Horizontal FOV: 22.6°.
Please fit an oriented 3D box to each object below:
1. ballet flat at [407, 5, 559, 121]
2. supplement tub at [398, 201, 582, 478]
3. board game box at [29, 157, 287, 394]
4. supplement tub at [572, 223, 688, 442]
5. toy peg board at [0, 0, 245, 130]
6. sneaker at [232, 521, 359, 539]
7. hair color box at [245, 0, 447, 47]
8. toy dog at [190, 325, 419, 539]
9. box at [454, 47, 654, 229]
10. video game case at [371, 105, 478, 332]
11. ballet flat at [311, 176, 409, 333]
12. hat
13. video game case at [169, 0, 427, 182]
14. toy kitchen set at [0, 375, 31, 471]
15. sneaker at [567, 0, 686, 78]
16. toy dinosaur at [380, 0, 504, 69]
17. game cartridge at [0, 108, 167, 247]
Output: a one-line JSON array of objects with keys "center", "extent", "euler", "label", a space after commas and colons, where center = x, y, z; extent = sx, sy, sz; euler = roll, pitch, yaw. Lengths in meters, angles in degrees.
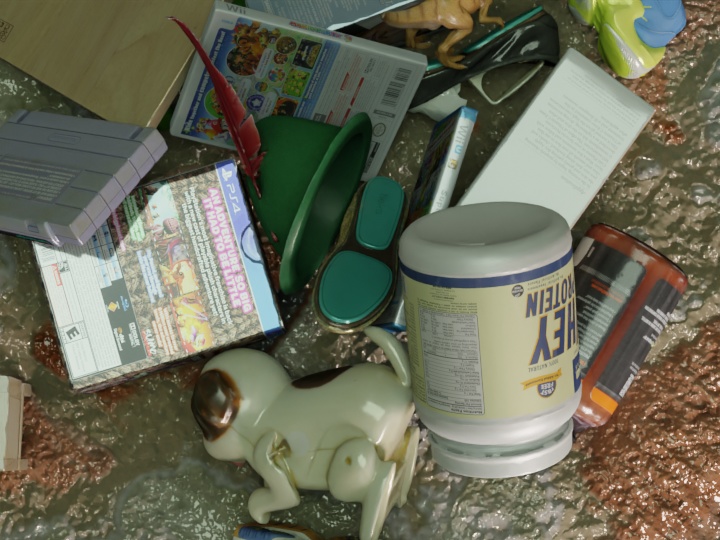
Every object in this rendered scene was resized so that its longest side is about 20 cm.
[{"center": [0.097, -0.179, 1.673], "extent": [0.199, 0.068, 0.069], "euler": [-23, 98, -2], "label": "ballet flat"}, {"center": [0.110, 0.056, 1.510], "extent": [0.144, 0.145, 0.202], "euler": [-7, 109, -1], "label": "supplement tub"}, {"center": [-0.183, 0.007, 1.637], "extent": [0.198, 0.097, 0.161], "euler": [-16, 86, -2], "label": "board game box"}, {"center": [0.204, 0.066, 1.631], "extent": [0.106, 0.107, 0.201], "euler": [31, 87, 2], "label": "supplement tub"}, {"center": [-0.215, -0.238, 1.672], "extent": [0.198, 0.098, 0.201], "euler": [30, 85, 17], "label": "toy peg board"}, {"center": [-0.032, 0.280, 1.599], "extent": [0.199, 0.075, 0.089], "euler": [5, 92, 42], "label": "sneaker"}, {"center": [0.000, -0.239, 1.655], "extent": [0.199, 0.099, 0.061], "euler": [-21, 77, -2], "label": "hair color box"}, {"center": [-0.056, 0.136, 1.598], "extent": [0.198, 0.140, 0.195], "euler": [14, 117, 12], "label": "toy dog"}, {"center": [0.163, -0.084, 1.634], "extent": [0.097, 0.124, 0.201], "euler": [36, 87, 2], "label": "box"}, {"center": [0.056, -0.042, 1.620], "extent": [0.018, 0.143, 0.202], "euler": [18, 85, -6], "label": "video game case"}, {"center": [0.000, 0.000, 1.613], "extent": [0.070, 0.071, 0.201], "euler": [18, 45, 1], "label": "ballet flat"}, {"center": [-0.098, -0.104, 1.608], "extent": [0.175, 0.166, 0.201], "euler": [25, 106, 10], "label": "hat"}, {"center": [-0.057, -0.157, 1.619], "extent": [0.198, 0.018, 0.144], "euler": [12, 130, -17], "label": "video game case"}, {"center": [-0.396, 0.091, 1.586], "extent": [0.198, 0.180, 0.165], "euler": [2, 84, -5], "label": "toy kitchen set"}, {"center": [0.233, -0.283, 1.676], "extent": [0.105, 0.076, 0.201], "euler": [-37, 105, -15], "label": "sneaker"}, {"center": [0.069, -0.228, 1.592], "extent": [0.199, 0.107, 0.061], "euler": [-23, 61, -31], "label": "toy dinosaur"}, {"center": [-0.276, -0.083, 1.597], "extent": [0.199, 0.038, 0.130], "euler": [12, 57, 42], "label": "game cartridge"}]
